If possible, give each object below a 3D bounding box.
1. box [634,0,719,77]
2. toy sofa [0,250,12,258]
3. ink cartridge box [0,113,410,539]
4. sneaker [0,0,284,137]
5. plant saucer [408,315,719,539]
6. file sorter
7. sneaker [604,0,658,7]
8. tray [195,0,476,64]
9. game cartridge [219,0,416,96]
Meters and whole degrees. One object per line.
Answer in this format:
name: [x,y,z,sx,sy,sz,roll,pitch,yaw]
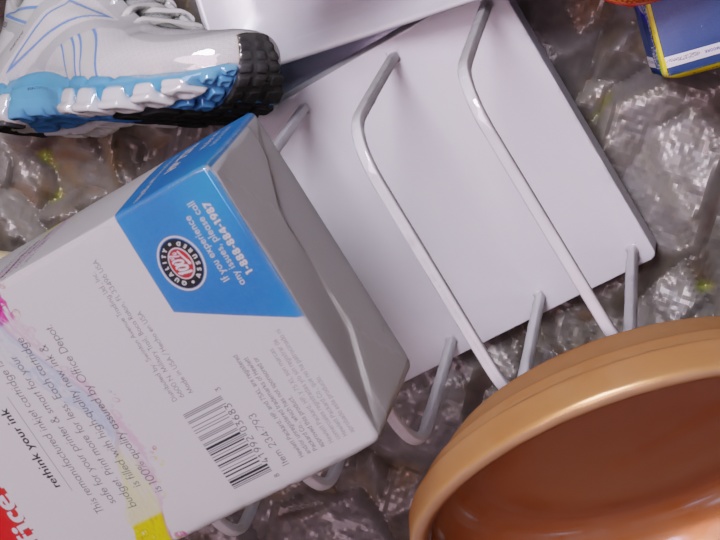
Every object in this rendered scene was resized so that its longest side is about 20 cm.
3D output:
box: [0.122,-0.180,0.689,0.064,0.070,0.202,-15,96,7]
toy sofa: [-0.158,0.093,0.838,0.082,0.098,0.202,7,103,-9]
ink cartridge box: [-0.097,0.043,0.655,0.199,0.067,0.117,-27,104,21]
sneaker: [-0.106,-0.103,0.750,0.199,0.075,0.088,4,90,48]
plant saucer: [0.113,0.075,0.698,0.199,0.200,0.038,-28,56,20]
file sorter: [0.000,0.000,0.723,0.199,0.125,0.139,-27,106,21]
sneaker: [0.151,-0.165,0.605,0.200,0.077,0.073,-39,97,19]
tray: [0.011,-0.153,0.708,0.199,0.022,0.108,-13,95,31]
game cartridge: [-0.035,-0.182,0.763,0.133,0.040,0.201,-29,90,17]
